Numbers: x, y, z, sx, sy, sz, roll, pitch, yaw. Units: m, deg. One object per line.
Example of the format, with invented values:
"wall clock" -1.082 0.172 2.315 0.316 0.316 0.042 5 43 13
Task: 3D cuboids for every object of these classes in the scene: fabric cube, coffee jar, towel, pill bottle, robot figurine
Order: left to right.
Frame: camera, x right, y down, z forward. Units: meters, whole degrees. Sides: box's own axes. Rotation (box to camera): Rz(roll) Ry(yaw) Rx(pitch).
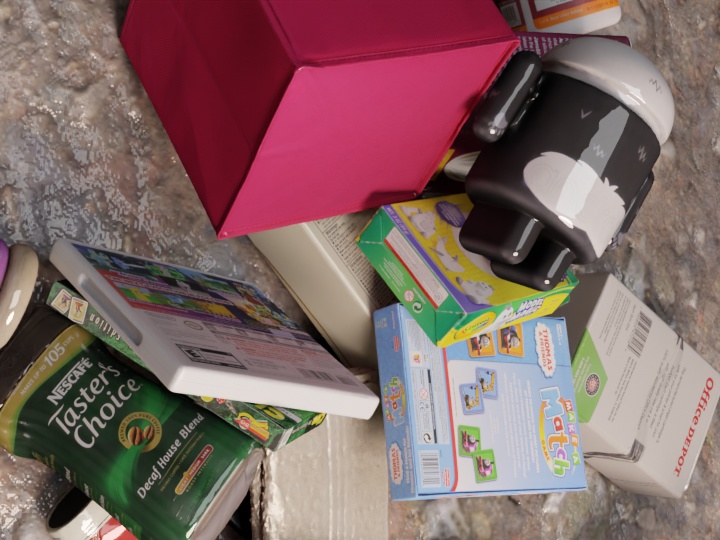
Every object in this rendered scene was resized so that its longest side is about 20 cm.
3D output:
"coffee jar" -0.175 0.114 0.872 0.199 0.085 0.105 31 69 11
"fabric cube" -0.039 -0.174 0.934 0.195 0.200 0.200 -12 62 -33
"towel" -0.034 0.182 1.002 0.132 0.034 0.201 -5 97 -41
"pill bottle" 0.175 -0.323 1.202 0.113 0.113 0.201 -22 100 -35
"robot figurine" 0.159 -0.085 0.964 0.201 0.124 0.150 -58 162 -8

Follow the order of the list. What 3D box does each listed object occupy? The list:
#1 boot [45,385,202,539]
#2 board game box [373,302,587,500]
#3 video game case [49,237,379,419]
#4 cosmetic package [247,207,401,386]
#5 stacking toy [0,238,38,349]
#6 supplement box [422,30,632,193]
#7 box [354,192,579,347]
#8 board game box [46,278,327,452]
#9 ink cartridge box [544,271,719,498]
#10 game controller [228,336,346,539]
"boot" -0.128 0.174 0.969 0.200 0.072 0.144 -48 114 -20
"board game box" 0.102 0.110 1.022 0.199 0.037 0.152 6 72 -39
"video game case" -0.106 0.044 0.911 0.199 0.182 0.023 15 108 -47
"cosmetic package" 0.000 0.000 1.048 0.200 0.073 0.104 54 50 -9
"stacking toy" -0.326 -0.014 0.837 0.199 0.085 0.086 26 72 -27
"supplement box" 0.131 -0.137 1.097 0.199 0.131 0.104 -1 69 -13
"box" 0.100 -0.008 1.033 0.200 0.048 0.118 -11 57 -52
"board game box" -0.122 0.062 0.903 0.024 0.199 0.105 -61 167 9
"ink cartridge box" 0.259 0.117 1.244 0.200 0.084 0.146 39 66 -27
"game controller" -0.040 0.148 1.050 0.104 0.042 0.200 49 60 -23
